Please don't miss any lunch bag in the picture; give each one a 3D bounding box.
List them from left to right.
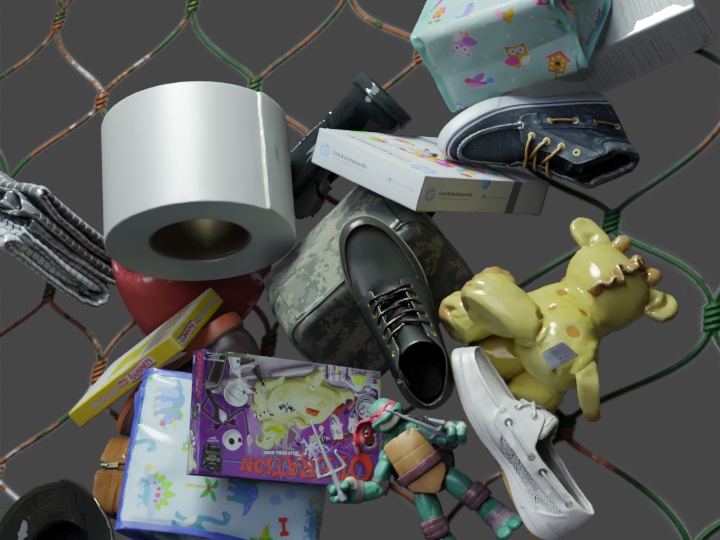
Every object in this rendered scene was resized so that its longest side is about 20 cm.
[{"bbox_3d":[-0.140,0.202,1.514,0.127,0.200,0.170,-33,44,52],"label":"lunch bag"},{"bbox_3d":[0.000,0.000,1.587,0.200,0.139,0.168,-44,37,4],"label":"lunch bag"},{"bbox_3d":[0.162,-0.278,1.566,0.170,0.122,0.200,-14,35,31],"label":"lunch bag"}]

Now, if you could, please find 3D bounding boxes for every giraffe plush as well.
[{"bbox_3d":[0.199,0.038,1.440,0.162,0.173,0.200,-40,15,-24],"label":"giraffe plush"}]

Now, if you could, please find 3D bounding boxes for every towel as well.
[{"bbox_3d":[-0.389,-0.053,1.826,0.165,0.200,0.086,33,83,39],"label":"towel"}]

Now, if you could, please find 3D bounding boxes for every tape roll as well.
[{"bbox_3d":[-0.171,-0.091,1.602,0.202,0.203,0.140,-17,64,24],"label":"tape roll"}]

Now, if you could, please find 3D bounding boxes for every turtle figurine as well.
[{"bbox_3d":[0.055,0.186,1.434,0.150,0.101,0.200,-41,87,25],"label":"turtle figurine"}]

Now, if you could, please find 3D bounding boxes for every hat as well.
[{"bbox_3d":[-0.309,0.329,1.635,0.200,0.081,0.201,-12,68,33],"label":"hat"}]

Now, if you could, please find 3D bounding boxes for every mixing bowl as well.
[{"bbox_3d":[-0.211,-0.019,1.754,0.200,0.108,0.201,-15,57,24],"label":"mixing bowl"}]

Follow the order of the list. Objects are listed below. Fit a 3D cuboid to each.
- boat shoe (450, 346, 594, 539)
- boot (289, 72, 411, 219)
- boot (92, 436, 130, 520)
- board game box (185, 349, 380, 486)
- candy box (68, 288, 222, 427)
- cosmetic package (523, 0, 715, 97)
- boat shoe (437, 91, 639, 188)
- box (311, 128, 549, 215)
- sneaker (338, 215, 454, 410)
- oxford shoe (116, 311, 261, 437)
[{"bbox_3d":[0.154,0.151,1.408,0.069,0.071,0.200,-32,83,24],"label":"boat shoe"},{"bbox_3d":[-0.030,-0.130,1.676,0.168,0.076,0.200,-48,7,-1],"label":"boot"},{"bbox_3d":[-0.229,0.261,1.628,0.154,0.074,0.200,-3,50,29],"label":"boot"},{"bbox_3d":[-0.071,0.146,1.475,0.032,0.200,0.120,-12,72,58],"label":"board game box"},{"bbox_3d":[-0.239,0.098,1.685,0.200,0.026,0.102,-36,9,37],"label":"candy box"},{"bbox_3d":[0.263,-0.254,1.611,0.200,0.074,0.102,-23,53,22],"label":"cosmetic package"},{"bbox_3d":[0.183,-0.126,1.536,0.200,0.071,0.091,-12,51,-19],"label":"boat shoe"},{"bbox_3d":[0.073,-0.101,1.563,0.156,0.200,0.041,28,110,40],"label":"box"},{"bbox_3d":[0.039,0.035,1.430,0.075,0.106,0.200,-26,86,-2],"label":"sneaker"},{"bbox_3d":[-0.192,0.134,1.680,0.200,0.071,0.073,-43,77,22],"label":"oxford shoe"}]
